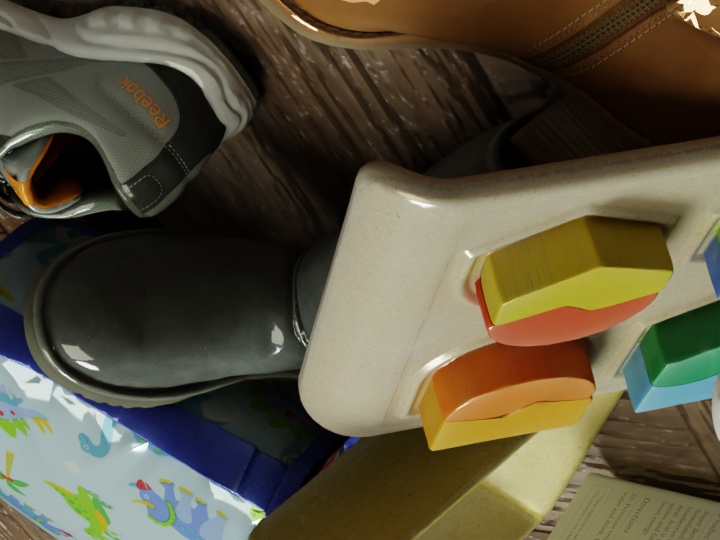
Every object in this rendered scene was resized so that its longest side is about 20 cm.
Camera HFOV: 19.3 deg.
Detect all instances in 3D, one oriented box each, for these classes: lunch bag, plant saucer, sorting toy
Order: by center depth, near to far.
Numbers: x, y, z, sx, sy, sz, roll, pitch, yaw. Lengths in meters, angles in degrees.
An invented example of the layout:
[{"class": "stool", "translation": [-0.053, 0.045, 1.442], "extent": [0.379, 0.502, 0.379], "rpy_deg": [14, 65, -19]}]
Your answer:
[{"class": "sorting toy", "translation": [0.088, 0.010, 0.660], "extent": [0.199, 0.037, 0.185], "rpy_deg": [-5, 157, -11]}, {"class": "plant saucer", "translation": [0.015, 0.102, 0.835], "extent": [0.048, 0.200, 0.200], "rpy_deg": [45, 153, 15]}, {"class": "lunch bag", "translation": [-0.093, 0.064, 0.901], "extent": [0.170, 0.128, 0.200], "rpy_deg": [27, 173, 6]}]

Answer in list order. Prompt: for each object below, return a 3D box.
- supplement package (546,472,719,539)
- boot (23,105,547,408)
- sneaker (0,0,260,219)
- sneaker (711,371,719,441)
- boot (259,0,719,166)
[{"class": "supplement package", "translation": [0.163, 0.179, 0.839], "extent": [0.199, 0.121, 0.120], "rpy_deg": [10, 142, 42]}, {"class": "boot", "translation": [-0.001, -0.002, 0.739], "extent": [0.181, 0.073, 0.200], "rpy_deg": [-4, 173, -31]}, {"class": "sneaker", "translation": [-0.135, -0.060, 0.829], "extent": [0.199, 0.080, 0.074], "rpy_deg": [5, 143, 40]}, {"class": "sneaker", "translation": [0.194, 0.082, 0.696], "extent": [0.199, 0.078, 0.099], "rpy_deg": [22, 148, -12]}, {"class": "boot", "translation": [0.050, -0.106, 0.595], "extent": [0.200, 0.077, 0.155], "rpy_deg": [41, 146, -5]}]
